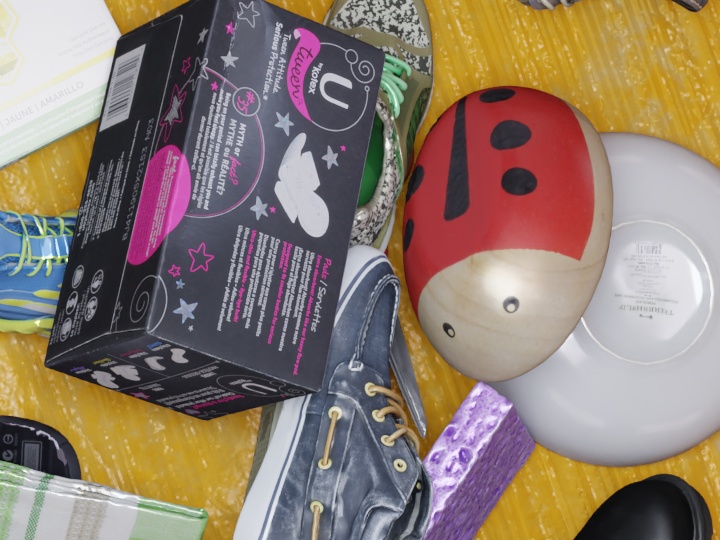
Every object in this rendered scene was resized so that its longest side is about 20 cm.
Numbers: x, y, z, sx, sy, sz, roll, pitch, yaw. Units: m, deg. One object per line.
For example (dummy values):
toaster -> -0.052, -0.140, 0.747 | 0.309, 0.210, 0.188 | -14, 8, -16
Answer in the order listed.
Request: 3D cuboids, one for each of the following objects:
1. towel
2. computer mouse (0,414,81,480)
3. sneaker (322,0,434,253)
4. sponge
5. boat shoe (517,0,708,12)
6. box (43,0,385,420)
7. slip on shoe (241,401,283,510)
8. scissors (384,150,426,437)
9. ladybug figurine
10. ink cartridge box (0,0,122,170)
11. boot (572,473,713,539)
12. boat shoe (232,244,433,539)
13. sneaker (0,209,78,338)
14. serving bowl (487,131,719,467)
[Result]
towel -> -0.196, 0.169, 1.550 | 0.199, 0.031, 0.150 | 13, 122, -10
computer mouse -> -0.257, 0.084, 1.567 | 0.199, 0.046, 0.141 | -2, 96, 0
sneaker -> 0.008, -0.092, 1.590 | 0.076, 0.089, 0.201 | 12, 70, -9
sponge -> 0.030, 0.162, 1.577 | 0.030, 0.112, 0.200 | 32, 81, 17
boat shoe -> 0.112, -0.190, 1.645 | 0.199, 0.074, 0.074 | 23, 92, 1
box -> -0.079, -0.033, 1.520 | 0.114, 0.132, 0.201 | 21, 70, -27
slip on shoe -> -0.032, 0.123, 1.593 | 0.061, 0.074, 0.201 | 14, 79, -11
scissors -> 0.000, 0.000, 1.615 | 0.073, 0.014, 0.201 | 1, 74, -15
ladybug figurine -> 0.075, -0.032, 1.568 | 0.072, 0.135, 0.201 | 39, 36, -36
ink cartridge box -> -0.231, -0.158, 1.590 | 0.145, 0.048, 0.201 | -27, 93, -10
boot -> 0.105, 0.186, 1.563 | 0.158, 0.079, 0.212 | 40, 78, -46
boat shoe -> 0.005, 0.088, 1.522 | 0.090, 0.071, 0.201 | 12, 76, 25
sneaker -> -0.190, 0.000, 1.555 | 0.199, 0.105, 0.076 | 0, 86, -9
serving bowl -> 0.160, 0.014, 1.634 | 0.199, 0.066, 0.201 | 1, 85, -10
